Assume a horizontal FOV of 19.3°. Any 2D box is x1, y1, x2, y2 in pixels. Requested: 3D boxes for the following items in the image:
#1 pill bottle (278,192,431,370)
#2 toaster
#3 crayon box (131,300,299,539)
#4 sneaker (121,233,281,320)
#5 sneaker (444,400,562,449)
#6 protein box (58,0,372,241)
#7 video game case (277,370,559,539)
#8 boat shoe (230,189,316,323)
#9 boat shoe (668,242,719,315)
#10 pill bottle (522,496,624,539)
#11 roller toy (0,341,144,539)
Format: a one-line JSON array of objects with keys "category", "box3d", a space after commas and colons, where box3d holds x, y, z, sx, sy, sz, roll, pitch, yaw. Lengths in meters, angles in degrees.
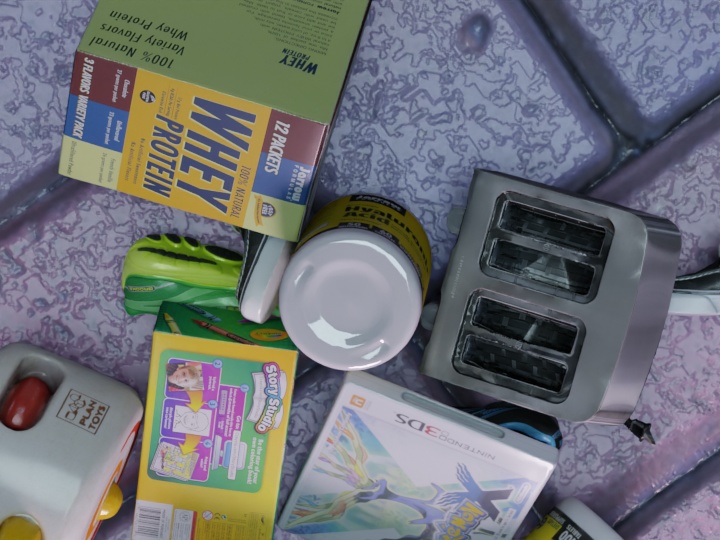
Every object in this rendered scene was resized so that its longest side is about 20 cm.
[{"category": "pill bottle", "box3d": [0.000, 0.000, 1.686, 0.111, 0.200, 0.112, 1, 105, 4]}, {"category": "toaster", "box3d": [0.158, 0.027, 1.711, 0.200, 0.119, 0.181, 17, 95, 22]}, {"category": "crayon box", "box3d": [-0.118, 0.133, 1.737, 0.118, 0.058, 0.201, 8, 113, -2]}, {"category": "sneaker", "box3d": [-0.104, 0.031, 1.765, 0.199, 0.074, 0.084, 18, 119, -7]}, {"category": "sneaker", "box3d": [0.070, 0.143, 1.764, 0.199, 0.082, 0.073, -9, 96, 0]}, {"category": "protein box", "box3d": [-0.109, -0.160, 1.658, 0.198, 0.200, 0.135, 16, 137, -1]}, {"category": "video game case", "box3d": [0.043, 0.180, 1.735, 0.182, 0.022, 0.200, 22, 134, -3]}, {"category": "boat shoe", "box3d": [-0.077, -0.047, 1.727, 0.063, 0.071, 0.200, 13, 58, 6]}, {"category": "boat shoe", "box3d": [0.324, 0.001, 1.766, 0.199, 0.074, 0.068, -4, 91, 3]}, {"category": "pill bottle", "box3d": [0.145, 0.294, 1.753, 0.112, 0.112, 0.200, 44, 86, -4]}, {"category": "roller toy", "box3d": [-0.257, 0.162, 1.698, 0.139, 0.200, 0.183, 23, 88, 0]}]
